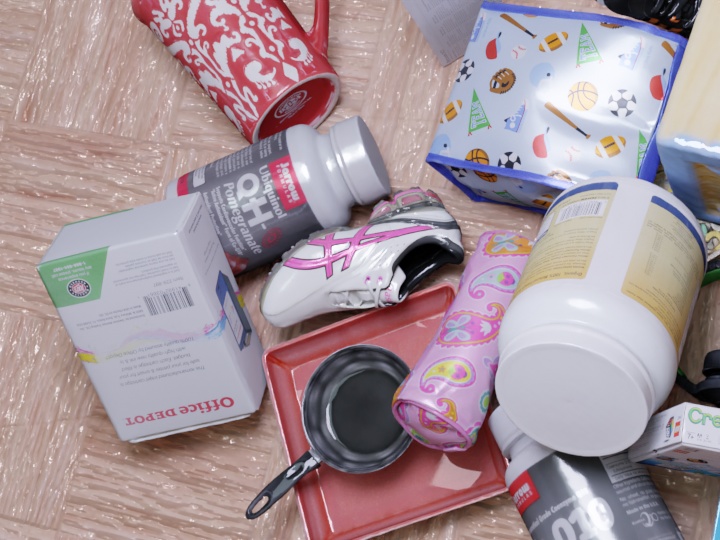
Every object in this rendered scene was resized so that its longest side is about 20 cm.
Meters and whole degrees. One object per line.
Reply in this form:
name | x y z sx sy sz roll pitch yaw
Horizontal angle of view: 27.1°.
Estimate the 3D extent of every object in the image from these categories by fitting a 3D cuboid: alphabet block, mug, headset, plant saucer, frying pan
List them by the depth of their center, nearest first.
alphabet block | 0.370 -0.142 1.221 0.195 0.195 0.202 17 81 20
headset | 0.345 0.074 1.271 0.200 0.094 0.124 36 92 39
frying pan | -0.014 0.159 1.337 0.114 0.031 0.191 23 86 23
plant saucer | 0.025 0.137 1.367 0.198 0.037 0.202 -21 68 12
mug | -0.108 -0.238 1.463 0.201 0.133 0.178 52 125 20

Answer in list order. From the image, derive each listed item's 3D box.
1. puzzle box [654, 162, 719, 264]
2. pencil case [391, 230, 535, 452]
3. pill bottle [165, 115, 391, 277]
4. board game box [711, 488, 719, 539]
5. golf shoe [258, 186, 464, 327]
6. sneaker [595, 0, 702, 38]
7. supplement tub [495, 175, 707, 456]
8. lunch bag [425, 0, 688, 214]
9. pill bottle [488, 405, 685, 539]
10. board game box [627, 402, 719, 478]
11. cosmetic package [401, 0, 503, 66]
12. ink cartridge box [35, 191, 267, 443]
puzzle box | 0.353 -0.108 1.333 0.199 0.025 0.134 -34 66 7
pencil case | 0.103 0.060 1.301 0.087 0.088 0.201 20 62 22
pill bottle | -0.076 -0.071 1.421 0.198 0.111 0.112 -23 68 11
board game box | 0.377 0.263 1.196 0.198 0.064 0.149 9 77 22
golf shoe | 0.000 0.000 1.370 0.199 0.073 0.092 -30 44 -1
sneaker | 0.278 -0.242 1.309 0.090 0.200 0.070 35 111 21
supplement tub | 0.193 0.035 1.206 0.143 0.145 0.201 8 44 20
lunch bag | 0.186 -0.137 1.339 0.199 0.124 0.172 11 79 38
pill bottle | 0.190 0.194 1.251 0.113 0.114 0.201 -30 67 8
board game box | 0.324 0.145 1.173 0.198 0.126 0.035 11 76 -6
cosmetic package | 0.076 -0.264 1.378 0.082 0.200 0.051 -31 68 7
ink cartridge box | -0.186 0.046 1.377 0.144 0.201 0.088 -13 26 16
